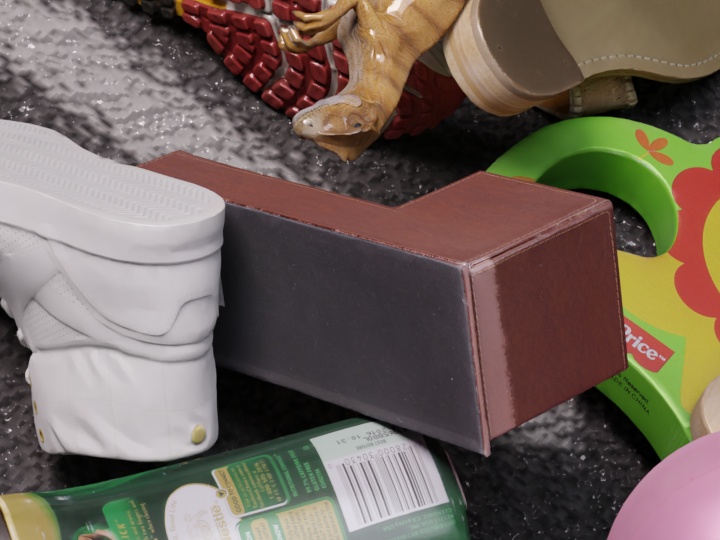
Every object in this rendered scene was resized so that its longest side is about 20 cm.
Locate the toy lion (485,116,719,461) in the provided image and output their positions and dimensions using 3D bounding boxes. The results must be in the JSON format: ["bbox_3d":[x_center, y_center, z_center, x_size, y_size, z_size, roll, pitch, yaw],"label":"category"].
[{"bbox_3d":[0.145,0.005,1.191,0.200,0.069,0.192,35,52,11],"label":"toy lion"}]

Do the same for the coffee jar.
[{"bbox_3d":[-0.065,0.116,1.048,0.199,0.104,0.086,-12,61,-17],"label":"coffee jar"}]

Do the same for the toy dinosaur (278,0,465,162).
[{"bbox_3d":[0.025,-0.124,1.139,0.106,0.060,0.200,28,73,18],"label":"toy dinosaur"}]

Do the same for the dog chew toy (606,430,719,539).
[{"bbox_3d":[0.155,0.141,1.021,0.124,0.125,0.200,1,29,-11],"label":"dog chew toy"}]

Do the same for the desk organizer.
[{"bbox_3d":[0.000,0.000,1.085,0.077,0.072,0.200,-24,26,-36],"label":"desk organizer"}]

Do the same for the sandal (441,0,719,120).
[{"bbox_3d":[0.080,-0.096,1.227,0.211,0.070,0.078,-20,85,-54],"label":"sandal"}]

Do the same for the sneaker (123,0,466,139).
[{"bbox_3d":[-0.035,-0.131,1.223,0.200,0.078,0.082,36,57,11],"label":"sneaker"}]

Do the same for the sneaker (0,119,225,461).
[{"bbox_3d":[-0.125,0.011,1.117,0.073,0.116,0.200,-16,25,-37],"label":"sneaker"}]
